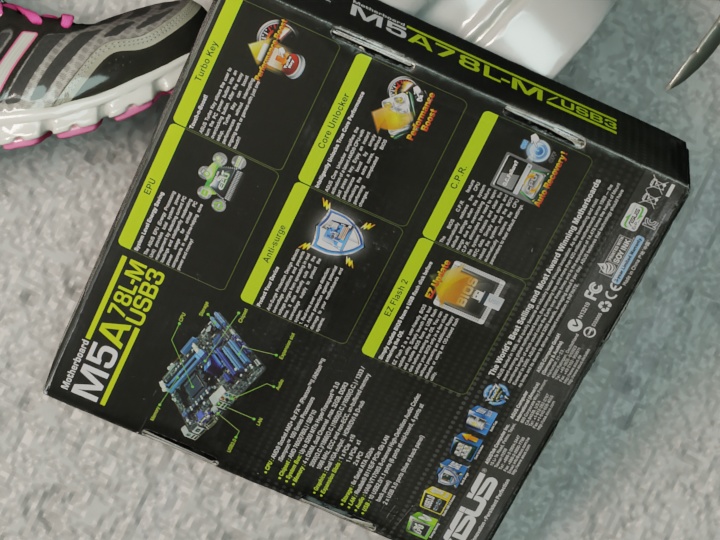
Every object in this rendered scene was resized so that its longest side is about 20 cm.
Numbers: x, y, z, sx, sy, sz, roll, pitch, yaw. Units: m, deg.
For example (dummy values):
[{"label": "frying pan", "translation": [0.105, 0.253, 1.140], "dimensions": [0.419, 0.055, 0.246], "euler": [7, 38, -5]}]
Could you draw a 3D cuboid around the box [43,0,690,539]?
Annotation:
[{"label": "box", "translation": [0.000, 0.000, 1.001], "dimensions": [0.192, 0.048, 0.201], "euler": [24, 118, -5]}]

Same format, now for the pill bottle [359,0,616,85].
[{"label": "pill bottle", "translation": [0.001, -0.147, 1.013], "dimensions": [0.200, 0.114, 0.114], "euler": [44, 84, -7]}]

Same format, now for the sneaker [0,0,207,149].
[{"label": "sneaker", "translation": [-0.155, -0.090, 1.010], "dimensions": [0.199, 0.074, 0.088], "euler": [-12, 97, -3]}]

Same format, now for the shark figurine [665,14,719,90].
[{"label": "shark figurine", "translation": [0.124, -0.155, 1.040], "dimensions": [0.128, 0.215, 0.090], "euler": [5, 131, -36]}]
